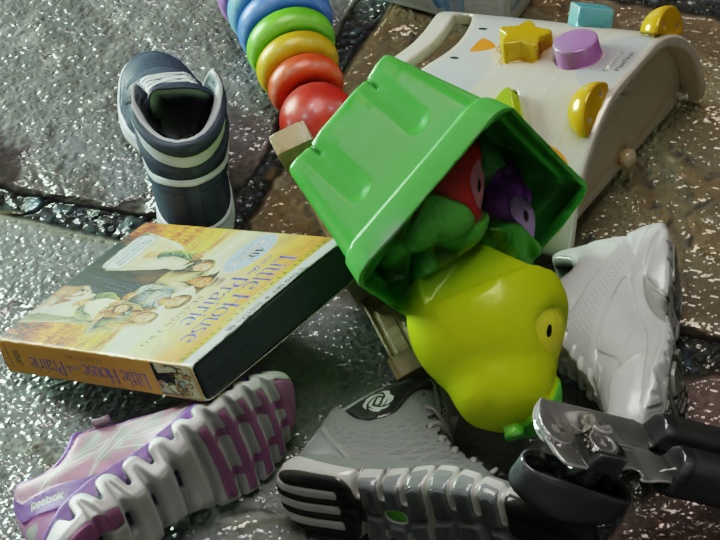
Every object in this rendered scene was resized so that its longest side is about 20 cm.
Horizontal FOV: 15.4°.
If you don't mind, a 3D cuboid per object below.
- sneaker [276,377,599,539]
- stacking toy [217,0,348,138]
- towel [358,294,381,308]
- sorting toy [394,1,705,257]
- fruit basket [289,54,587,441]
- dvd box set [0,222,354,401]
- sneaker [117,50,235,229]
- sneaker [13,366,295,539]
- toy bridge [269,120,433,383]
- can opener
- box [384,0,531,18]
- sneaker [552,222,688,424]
[{"bbox_3d":[0.059,0.112,1.582,0.200,0.075,0.116,11,44,20],"label":"sneaker"},{"bbox_3d":[-0.046,-0.155,1.881,0.085,0.085,0.200,-14,51,-7],"label":"stacking toy"},{"bbox_3d":[0.064,-0.044,1.786,0.086,0.018,0.200,2,45,18],"label":"towel"},{"bbox_3d":[0.108,-0.125,1.790,0.180,0.107,0.200,18,45,27],"label":"sorting toy"},{"bbox_3d":[0.071,-0.008,1.585,0.156,0.216,0.216,-49,50,3],"label":"fruit basket"},{"bbox_3d":[-0.117,0.023,1.673,0.200,0.029,0.146,6,37,47],"label":"dvd box set"},{"bbox_3d":[-0.129,-0.114,1.819,0.070,0.109,0.200,-13,44,-7],"label":"sneaker"},{"bbox_3d":[-0.129,0.114,1.607,0.200,0.081,0.088,-35,42,-25],"label":"sneaker"},{"bbox_3d":[0.000,0.000,1.696,0.027,0.067,0.200,-28,65,1],"label":"toy bridge"},{"bbox_3d":[0.173,0.119,1.528,0.200,0.067,0.053,16,33,-32],"label":"can opener"},{"bbox_3d":[0.074,-0.287,1.904,0.112,0.200,0.101,17,49,24],"label":"box"},{"bbox_3d":[0.150,0.052,1.640,0.099,0.078,0.200,-7,34,10],"label":"sneaker"}]
